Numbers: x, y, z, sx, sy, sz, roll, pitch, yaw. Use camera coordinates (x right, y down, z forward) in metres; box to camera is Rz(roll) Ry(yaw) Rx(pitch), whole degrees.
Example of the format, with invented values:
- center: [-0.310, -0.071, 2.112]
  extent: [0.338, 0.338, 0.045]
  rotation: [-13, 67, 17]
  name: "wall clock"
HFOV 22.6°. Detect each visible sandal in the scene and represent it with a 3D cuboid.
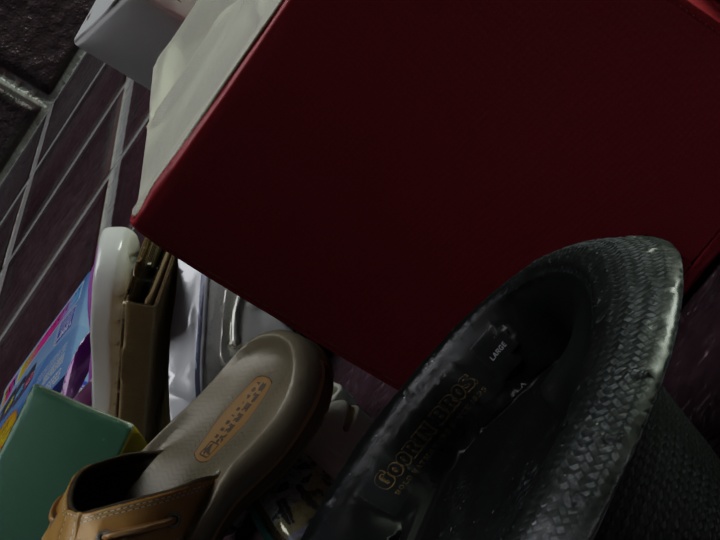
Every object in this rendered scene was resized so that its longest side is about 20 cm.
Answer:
- center: [-0.156, 0.067, 1.026]
  extent: [0.082, 0.050, 0.203]
  rotation: [-82, 1, -69]
  name: "sandal"
- center: [-0.087, 0.096, 0.712]
  extent: [0.080, 0.054, 0.200]
  rotation: [15, 63, 48]
  name: "sandal"

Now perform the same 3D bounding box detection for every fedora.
- center: [0.050, 0.088, 0.509]
  extent: [0.201, 0.092, 0.201]
  rotation: [-49, 13, 15]
  name: "fedora"

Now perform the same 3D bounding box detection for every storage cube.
- center: [0.035, -0.068, 0.680]
  extent: [0.200, 0.180, 0.171]
  rotation: [-52, 18, 20]
  name: "storage cube"

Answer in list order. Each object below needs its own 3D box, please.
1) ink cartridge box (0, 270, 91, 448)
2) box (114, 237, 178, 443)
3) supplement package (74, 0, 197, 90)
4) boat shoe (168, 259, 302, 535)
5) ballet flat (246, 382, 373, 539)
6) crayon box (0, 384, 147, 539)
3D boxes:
- center: [-0.201, 0.111, 1.243]
  extent: [0.137, 0.076, 0.200]
  rotation: [-52, 19, 23]
  name: "ink cartridge box"
- center: [-0.118, 0.057, 1.029]
  extent: [0.164, 0.021, 0.200]
  rotation: [-82, 0, -58]
  name: "box"
- center: [-0.017, -0.119, 0.882]
  extent: [0.121, 0.200, 0.120]
  rotation: [-64, 17, -14]
  name: "supplement package"
- center: [-0.057, 0.040, 0.946]
  extent: [0.070, 0.071, 0.200]
  rotation: [-7, 60, 13]
  name: "boat shoe"
- center: [-0.026, 0.082, 0.799]
  extent: [0.072, 0.072, 0.200]
  rotation: [-58, 18, 2]
  name: "ballet flat"
- center: [-0.148, 0.171, 0.849]
  extent: [0.200, 0.058, 0.173]
  rotation: [80, -147, -65]
  name: "crayon box"
